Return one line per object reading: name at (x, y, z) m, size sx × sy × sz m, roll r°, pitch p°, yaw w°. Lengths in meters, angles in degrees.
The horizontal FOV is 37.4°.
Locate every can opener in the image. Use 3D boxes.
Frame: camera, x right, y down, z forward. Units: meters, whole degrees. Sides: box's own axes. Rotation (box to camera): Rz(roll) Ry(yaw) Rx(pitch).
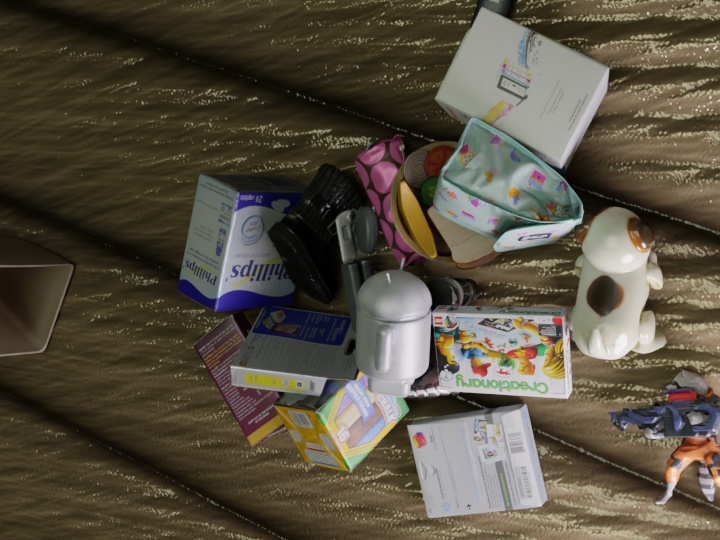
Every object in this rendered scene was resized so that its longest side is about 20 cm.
can opener at (0.000, 0.000, 1.689) m, size 0.066 × 0.052 × 0.203 m, roll 8°, pitch 109°, yaw 50°

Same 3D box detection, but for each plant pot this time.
plant pot at (-0.703, 0.032, 2.034) m, size 0.176 × 0.199 × 0.202 m, roll 36°, pitch 112°, yaw 31°

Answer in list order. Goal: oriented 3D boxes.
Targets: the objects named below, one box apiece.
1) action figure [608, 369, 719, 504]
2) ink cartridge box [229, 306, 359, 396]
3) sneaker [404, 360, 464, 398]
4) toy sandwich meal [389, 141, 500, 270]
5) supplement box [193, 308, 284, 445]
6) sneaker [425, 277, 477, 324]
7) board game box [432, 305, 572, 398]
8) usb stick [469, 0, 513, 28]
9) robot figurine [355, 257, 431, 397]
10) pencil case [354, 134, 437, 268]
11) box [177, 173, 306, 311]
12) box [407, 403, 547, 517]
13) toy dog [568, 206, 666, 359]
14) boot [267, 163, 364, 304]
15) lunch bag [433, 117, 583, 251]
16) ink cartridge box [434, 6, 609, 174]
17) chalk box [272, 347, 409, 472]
action figure at (0.463, 0.239, 1.536) m, size 0.199 × 0.104 × 0.197 m, roll 0°, pitch 90°, yaw 52°
ink cartridge box at (-0.086, 0.128, 1.697) m, size 0.197 × 0.198 × 0.048 m, roll 9°, pitch 117°, yaw 8°
sneaker at (0.138, 0.136, 1.671) m, size 0.197 × 0.076 × 0.117 m, roll -7°, pitch 84°, yaw 3°
toy sandwich meal at (0.140, -0.099, 1.605) m, size 0.202 × 0.070 × 0.208 m, roll 0°, pitch 86°, yaw -6°
supplement box at (-0.170, 0.176, 1.808) m, size 0.103 × 0.131 × 0.201 m, roll -36°, pitch 81°, yaw 24°
sneaker at (0.109, 0.058, 1.684) m, size 0.199 × 0.086 × 0.081 m, roll -15°, pitch 87°, yaw 49°
board game box at (0.207, 0.118, 1.560) m, size 0.197 × 0.035 × 0.128 m, roll 0°, pitch 109°, yaw 24°
usb stick at (0.209, -0.427, 1.590) m, size 0.055 × 0.033 × 0.202 m, roll 22°, pitch 106°, yaw 21°
robot figurine at (0.049, 0.086, 1.585) m, size 0.111 × 0.170 × 0.203 m, roll 4°, pitch 112°, yaw 8°
pencil case at (0.065, -0.109, 1.677) m, size 0.093 × 0.091 × 0.202 m, roll -25°, pitch 88°, yaw 24°
box at (-0.185, -0.047, 1.744) m, size 0.104 × 0.183 × 0.203 m, roll 25°, pitch 108°, yaw 37°
box at (0.185, 0.305, 1.696) m, size 0.198 × 0.041 × 0.158 m, roll -13°, pitch 90°, yaw 27°
toy dog at (0.348, 0.010, 1.496) m, size 0.138 × 0.193 × 0.203 m, roll 13°, pitch 109°, yaw 37°
boot at (-0.055, -0.055, 1.741) m, size 0.079 × 0.212 × 0.158 m, roll 25°, pitch 65°, yaw 31°
lunch bag at (0.209, -0.102, 1.491) m, size 0.198 × 0.170 × 0.123 m, roll 29°, pitch 80°, yaw 4°
ink cartridge box at (0.231, -0.252, 1.508) m, size 0.198 × 0.147 × 0.146 m, roll 29°, pitch 95°, yaw 12°
chalk box at (-0.016, 0.206, 1.707) m, size 0.124 × 0.200 × 0.125 m, roll -1°, pitch 122°, yaw 50°
